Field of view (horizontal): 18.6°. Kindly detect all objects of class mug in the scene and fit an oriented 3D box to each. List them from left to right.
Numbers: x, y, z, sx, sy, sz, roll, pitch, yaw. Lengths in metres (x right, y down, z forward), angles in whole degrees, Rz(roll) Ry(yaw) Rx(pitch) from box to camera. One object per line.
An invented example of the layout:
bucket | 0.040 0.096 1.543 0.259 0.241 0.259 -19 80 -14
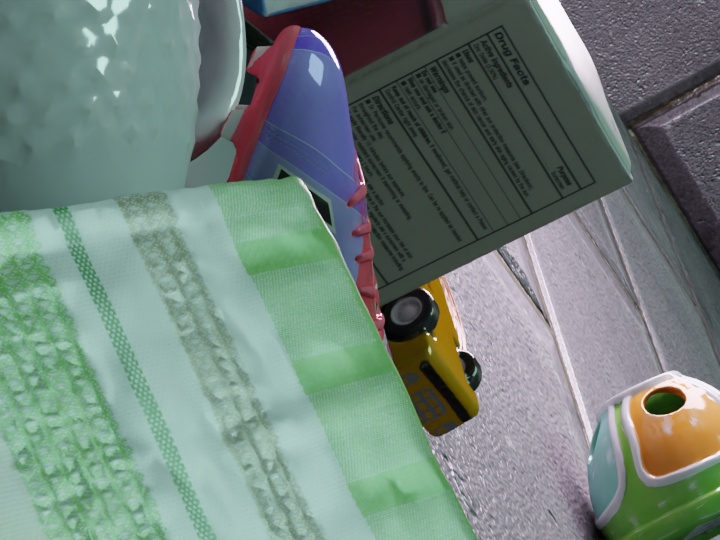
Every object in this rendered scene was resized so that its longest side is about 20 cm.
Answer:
mug | -0.107 -0.087 0.701 0.200 0.147 0.176 -7 82 -54

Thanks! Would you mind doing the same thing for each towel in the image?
towel | -0.065 0.050 0.595 0.199 0.031 0.150 -8 67 -42

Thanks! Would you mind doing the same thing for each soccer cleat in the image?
soccer cleat | -0.018 0.004 0.755 0.067 0.076 0.201 -73 176 -51

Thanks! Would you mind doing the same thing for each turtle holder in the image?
turtle holder | 0.234 0.150 1.612 0.132 0.140 0.185 64 14 15

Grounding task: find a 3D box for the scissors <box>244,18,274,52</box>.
scissors | -0.083 -0.123 0.999 0.014 0.073 0.200 5 38 -41

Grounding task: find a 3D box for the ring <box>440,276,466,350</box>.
ring | 0.011 -0.023 1.367 0.201 0.019 0.201 56 14 -21

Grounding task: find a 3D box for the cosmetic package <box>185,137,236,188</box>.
cosmetic package | -0.120 -0.085 0.835 0.201 0.090 0.107 67 13 10

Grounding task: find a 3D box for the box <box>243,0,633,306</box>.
box | 0.008 -0.072 1.045 0.128 0.199 0.109 55 15 -36

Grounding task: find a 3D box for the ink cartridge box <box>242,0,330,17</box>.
ink cartridge box | -0.062 -0.200 1.033 0.200 0.066 0.116 -143 -142 -60

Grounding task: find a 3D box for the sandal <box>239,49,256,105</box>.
sandal | -0.072 -0.037 0.941 0.043 0.076 0.201 48 18 -46

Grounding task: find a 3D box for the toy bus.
toy bus | 0.000 0.000 1.137 0.065 0.078 0.201 53 15 -46
